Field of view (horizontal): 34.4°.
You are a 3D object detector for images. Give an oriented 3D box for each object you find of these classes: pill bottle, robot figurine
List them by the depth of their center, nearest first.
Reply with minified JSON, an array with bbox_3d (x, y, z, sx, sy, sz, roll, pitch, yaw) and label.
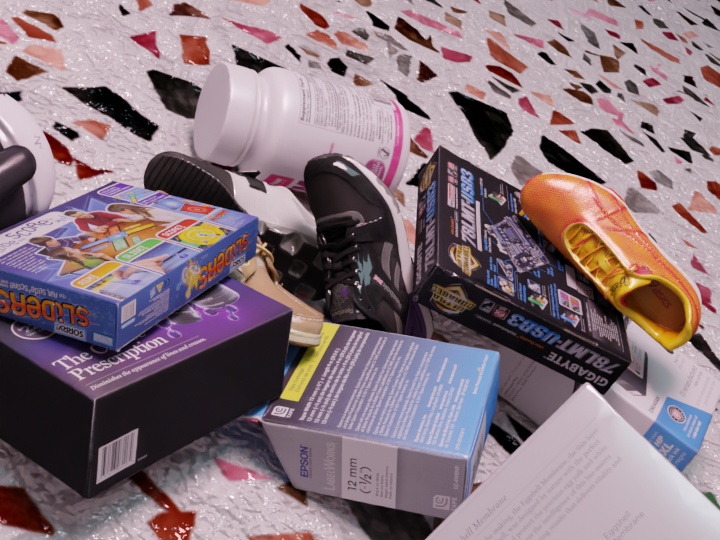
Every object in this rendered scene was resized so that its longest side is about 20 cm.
[{"bbox_3d":[-0.309,-0.053,0.821,0.149,0.126,0.200,34,45,16],"label":"robot figurine"},{"bbox_3d":[-0.059,-0.137,1.164,0.197,0.114,0.114,11,37,-27],"label":"pill bottle"}]

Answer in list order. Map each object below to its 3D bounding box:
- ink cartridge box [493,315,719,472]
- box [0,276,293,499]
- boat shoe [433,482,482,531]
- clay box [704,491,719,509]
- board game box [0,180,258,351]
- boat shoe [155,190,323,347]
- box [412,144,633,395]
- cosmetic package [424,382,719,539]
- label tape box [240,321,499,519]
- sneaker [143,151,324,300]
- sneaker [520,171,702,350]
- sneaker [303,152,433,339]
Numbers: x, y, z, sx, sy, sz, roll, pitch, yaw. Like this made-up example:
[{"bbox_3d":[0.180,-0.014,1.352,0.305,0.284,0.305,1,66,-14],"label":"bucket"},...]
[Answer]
[{"bbox_3d":[0.229,0.105,1.104,0.199,0.085,0.144,36,32,10],"label":"ink cartridge box"},{"bbox_3d":[-0.163,0.060,0.817,0.140,0.080,0.199,22,26,28],"label":"box"},{"bbox_3d":[0.148,0.233,0.881,0.199,0.073,0.067,40,35,17],"label":"boat shoe"},{"bbox_3d":[0.254,0.274,0.872,0.047,0.116,0.201,15,35,-23],"label":"clay box"},{"bbox_3d":[-0.175,-0.011,0.827,0.133,0.035,0.200,15,23,18],"label":"board game box"},{"bbox_3d":[-0.109,-0.003,0.941,0.198,0.067,0.074,28,6,20],"label":"boat shoe"},{"bbox_3d":[0.142,-0.005,1.050,0.196,0.050,0.201,25,33,-14],"label":"box"},{"bbox_3d":[0.146,0.224,0.759,0.199,0.123,0.200,-40,70,-12],"label":"cosmetic package"},{"bbox_3d":[0.001,0.110,0.915,0.197,0.067,0.144,7,30,14],"label":"label tape box"},{"bbox_3d":[-0.106,-0.052,1.057,0.199,0.074,0.089,33,29,-18],"label":"sneaker"},{"bbox_3d":[0.223,-0.014,1.024,0.199,0.073,0.077,39,27,5],"label":"sneaker"},{"bbox_3d":[0.000,0.000,0.995,0.088,0.075,0.202,-47,117,-52],"label":"sneaker"}]
